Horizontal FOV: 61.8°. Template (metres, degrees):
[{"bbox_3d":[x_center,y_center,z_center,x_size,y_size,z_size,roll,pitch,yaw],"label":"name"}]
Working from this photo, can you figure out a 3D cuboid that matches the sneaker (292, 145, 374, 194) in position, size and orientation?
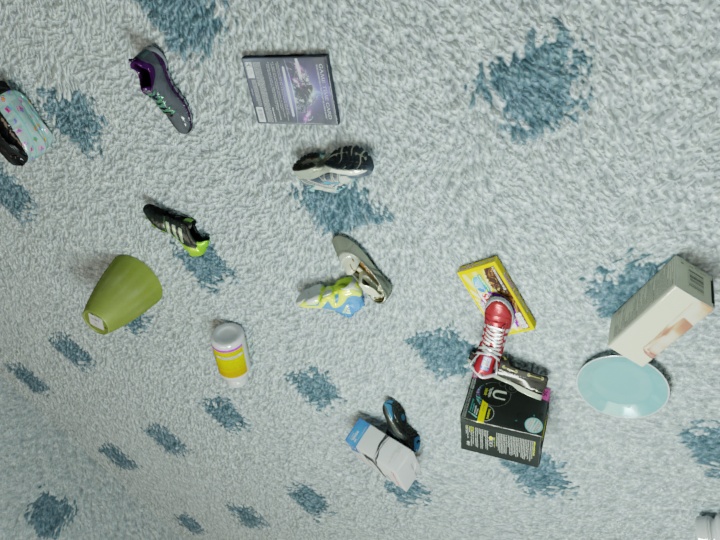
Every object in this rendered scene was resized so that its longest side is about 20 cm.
[{"bbox_3d":[-0.049,-0.211,1.302,0.197,0.078,0.087,4,141,34],"label":"sneaker"}]

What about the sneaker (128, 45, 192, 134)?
[{"bbox_3d":[-0.451,-0.388,1.343,0.073,0.088,0.203,-3,125,29],"label":"sneaker"}]

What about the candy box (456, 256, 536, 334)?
[{"bbox_3d":[0.309,0.063,1.362,0.101,0.027,0.201,-17,117,41],"label":"candy box"}]

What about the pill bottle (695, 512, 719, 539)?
[{"bbox_3d":[0.932,0.650,1.457,0.197,0.115,0.115,-15,119,35],"label":"pill bottle"}]

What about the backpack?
[{"bbox_3d":[-0.909,-0.379,1.566,0.165,0.127,0.202,-2,127,43],"label":"backpack"}]

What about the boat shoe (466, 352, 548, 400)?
[{"bbox_3d":[0.356,0.243,1.464,0.198,0.062,0.072,26,179,18],"label":"boat shoe"}]

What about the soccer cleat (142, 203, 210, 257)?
[{"bbox_3d":[-0.489,-0.121,1.610,0.199,0.068,0.081,40,116,-9],"label":"soccer cleat"}]

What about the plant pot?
[{"bbox_3d":[-0.732,0.089,1.807,0.184,0.201,0.190,14,132,16],"label":"plant pot"}]

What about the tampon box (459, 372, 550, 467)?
[{"bbox_3d":[0.361,0.370,1.500,0.196,0.151,0.128,8,131,21],"label":"tampon box"}]

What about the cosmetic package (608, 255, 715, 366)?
[{"bbox_3d":[0.586,0.083,1.179,0.086,0.104,0.201,30,136,2],"label":"cosmetic package"}]

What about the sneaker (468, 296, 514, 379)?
[{"bbox_3d":[0.294,0.160,1.352,0.070,0.113,0.203,15,135,20],"label":"sneaker"}]

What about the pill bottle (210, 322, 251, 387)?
[{"bbox_3d":[-0.392,0.265,1.841,0.102,0.105,0.203,13,131,18],"label":"pill bottle"}]

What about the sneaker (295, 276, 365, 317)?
[{"bbox_3d":[-0.074,0.088,1.548,0.197,0.076,0.106,-14,120,34],"label":"sneaker"}]

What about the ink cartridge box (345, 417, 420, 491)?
[{"bbox_3d":[0.068,0.547,1.787,0.198,0.085,0.146,23,152,35],"label":"ink cartridge box"}]

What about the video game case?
[{"bbox_3d":[-0.143,-0.372,1.244,0.196,0.019,0.145,7,129,22],"label":"video game case"}]

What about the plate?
[{"bbox_3d":[0.597,0.261,1.374,0.196,0.026,0.203,15,133,16],"label":"plate"}]

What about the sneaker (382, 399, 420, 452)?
[{"bbox_3d":[0.102,0.463,1.768,0.081,0.074,0.202,-9,121,34],"label":"sneaker"}]

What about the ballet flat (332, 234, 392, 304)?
[{"bbox_3d":[0.000,0.000,1.444,0.200,0.064,0.067,46,133,-13],"label":"ballet flat"}]
